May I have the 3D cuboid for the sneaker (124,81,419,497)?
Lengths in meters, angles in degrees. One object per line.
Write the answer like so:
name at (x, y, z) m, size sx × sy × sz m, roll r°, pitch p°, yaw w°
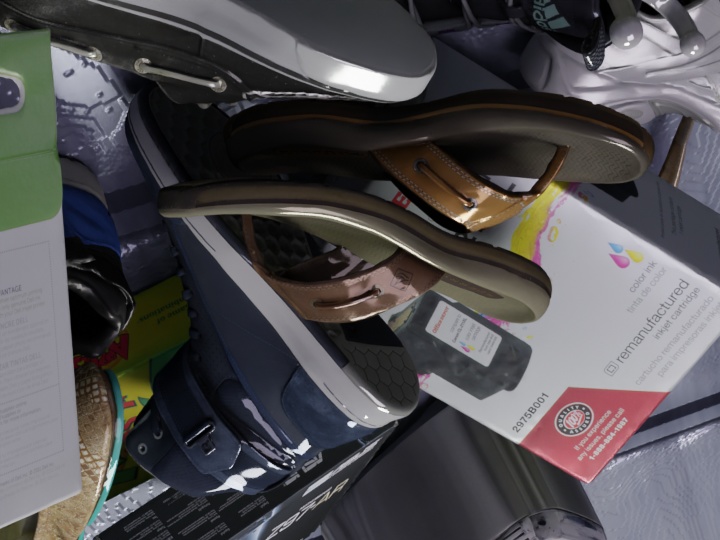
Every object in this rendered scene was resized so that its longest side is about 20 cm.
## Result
sneaker at (-0.084, 0.020, 0.853) m, size 0.146 × 0.203 × 0.077 m, roll -33°, pitch -175°, yaw 32°

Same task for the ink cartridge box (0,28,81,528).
ink cartridge box at (-0.173, 0.006, 0.693) m, size 0.104 × 0.059 × 0.202 m, roll -19°, pitch 110°, yaw -57°

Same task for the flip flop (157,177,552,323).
flip flop at (0.000, 0.000, 0.780) m, size 0.199 × 0.081 × 0.058 m, roll 20°, pitch 84°, yaw -30°

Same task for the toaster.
toaster at (0.075, 0.168, 1.124) m, size 0.200 × 0.130 × 0.113 m, roll -43°, pitch 141°, yaw 17°

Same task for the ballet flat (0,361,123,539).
ballet flat at (-0.166, 0.111, 0.866) m, size 0.065 × 0.071 × 0.201 m, roll -1°, pitch 146°, yaw -19°

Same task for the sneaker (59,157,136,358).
sneaker at (-0.196, -0.004, 0.780) m, size 0.198 × 0.112 × 0.077 m, roll 7°, pitch 130°, yaw -36°

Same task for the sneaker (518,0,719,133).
sneaker at (0.186, -0.127, 0.905) m, size 0.198 × 0.078 × 0.100 m, roll -3°, pitch 131°, yaw -29°

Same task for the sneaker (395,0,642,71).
sneaker at (0.064, -0.130, 0.772) m, size 0.199 × 0.140 × 0.078 m, roll -31°, pitch 142°, yaw 3°

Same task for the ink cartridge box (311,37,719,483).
ink cartridge box at (0.077, -0.002, 0.896) m, size 0.199 × 0.083 × 0.146 m, roll 29°, pitch 120°, yaw -12°

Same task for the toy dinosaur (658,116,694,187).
toy dinosaur at (0.174, -0.024, 1.022) m, size 0.060 × 0.107 × 0.201 m, roll 6°, pitch 140°, yaw -3°

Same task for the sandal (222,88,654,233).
sandal at (0.033, -0.045, 0.775) m, size 0.198 × 0.055 × 0.082 m, roll 1°, pitch 166°, yaw 8°

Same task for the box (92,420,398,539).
box at (-0.084, 0.153, 0.994) m, size 0.199 × 0.044 × 0.161 m, roll -31°, pitch 164°, yaw -37°

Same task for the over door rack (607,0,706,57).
over door rack at (0.115, -0.162, 0.631) m, size 0.199 × 0.067 × 0.148 m, roll 17°, pitch 123°, yaw -44°

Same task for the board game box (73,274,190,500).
board game box at (-0.141, 0.076, 0.955) m, size 0.199 × 0.048 × 0.102 m, roll -26°, pitch 142°, yaw -3°

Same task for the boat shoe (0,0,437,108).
boat shoe at (-0.066, -0.108, 0.744) m, size 0.198 × 0.071 × 0.064 m, roll 18°, pitch 131°, yaw -7°
